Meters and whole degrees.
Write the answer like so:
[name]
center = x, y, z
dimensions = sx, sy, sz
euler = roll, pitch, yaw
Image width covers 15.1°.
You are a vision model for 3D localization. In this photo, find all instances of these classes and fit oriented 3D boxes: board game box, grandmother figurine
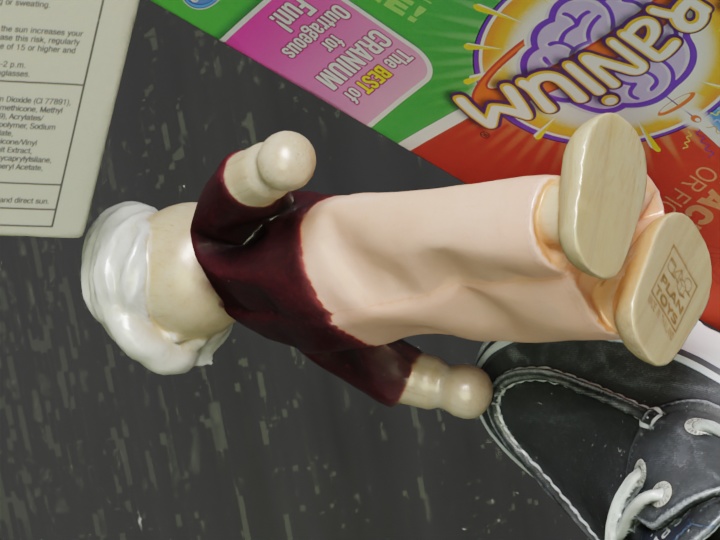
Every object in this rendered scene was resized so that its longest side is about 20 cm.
[board game box]
center = 0.062, -0.076, 0.725
dimensions = 0.200, 0.040, 0.153
euler = 29, 143, -13
[grandmother figurine]
center = 0.000, 0.000, 0.778
dimensions = 0.200, 0.061, 0.121
euler = -2, 130, 38

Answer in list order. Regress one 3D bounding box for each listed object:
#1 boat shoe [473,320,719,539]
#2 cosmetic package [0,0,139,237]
[boat shoe]
center = 0.100, 0.071, 0.766
dimensions = 0.200, 0.068, 0.072
euler = 31, 128, 31
[cosmetic package]
center = -0.110, -0.108, 0.742
dimensions = 0.105, 0.071, 0.200
euler = 4, 128, -20
